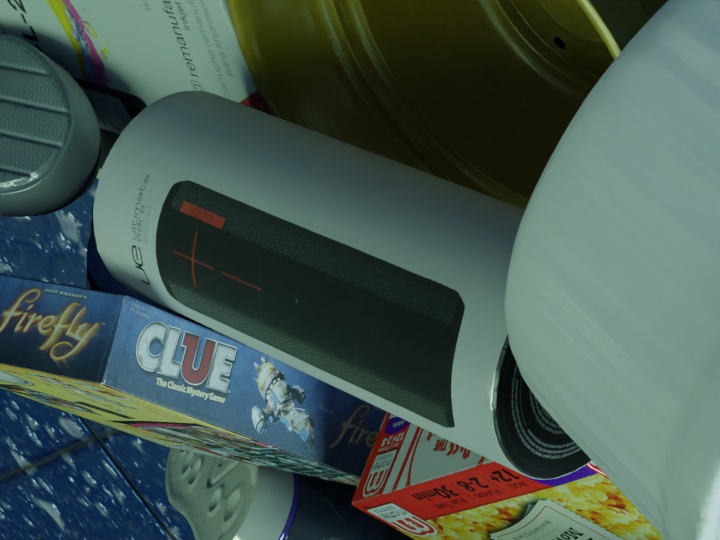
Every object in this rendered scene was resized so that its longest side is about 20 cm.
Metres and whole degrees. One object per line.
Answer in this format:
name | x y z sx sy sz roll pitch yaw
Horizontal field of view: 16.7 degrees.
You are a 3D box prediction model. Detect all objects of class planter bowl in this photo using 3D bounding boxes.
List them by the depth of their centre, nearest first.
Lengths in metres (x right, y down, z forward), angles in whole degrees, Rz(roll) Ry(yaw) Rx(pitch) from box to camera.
planter bowl | 0.051 -0.080 0.836 0.200 0.083 0.200 35 147 27

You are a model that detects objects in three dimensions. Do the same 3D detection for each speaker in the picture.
speaker | 0.000 0.000 0.833 0.200 0.081 0.081 23 141 41

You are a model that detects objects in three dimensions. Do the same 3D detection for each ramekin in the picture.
ramekin | 0.134 -0.009 0.694 0.098 0.200 0.201 43 152 29

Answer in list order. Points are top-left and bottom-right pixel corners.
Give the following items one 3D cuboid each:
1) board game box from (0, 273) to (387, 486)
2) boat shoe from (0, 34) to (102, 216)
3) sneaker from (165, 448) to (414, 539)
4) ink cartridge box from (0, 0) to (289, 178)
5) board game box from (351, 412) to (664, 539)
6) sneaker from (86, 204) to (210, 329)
board game box | -0.083 0.043 0.968 0.135 0.035 0.200 9 169 36
boat shoe | -0.161 -0.059 1.024 0.200 0.072 0.062 21 166 49
sneaker | -0.006 0.111 1.147 0.146 0.081 0.200 25 -167 -17
ink cartridge box | -0.078 -0.106 0.990 0.200 0.083 0.146 17 138 44
board game box | 0.118 0.102 0.912 0.200 0.046 0.151 30 156 -17
sneaker | -0.082 0.004 1.044 0.200 0.070 0.078 -90 8 -78
